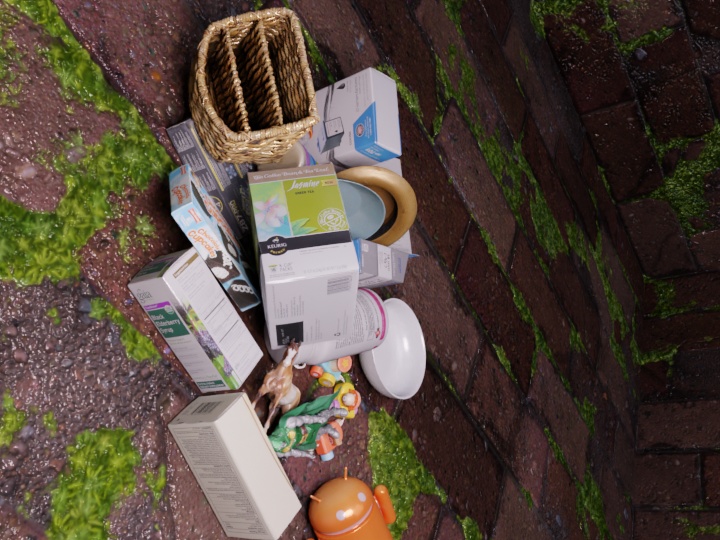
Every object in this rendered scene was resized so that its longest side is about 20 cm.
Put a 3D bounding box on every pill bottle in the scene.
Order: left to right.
[{"bbox_3d":[-0.057,0.097,1.194,0.200,0.113,0.114,-9,88,-44],"label":"pill bottle"}]

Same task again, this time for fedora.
[{"bbox_3d":[0.001,-0.121,1.244,0.201,0.200,0.082,50,26,-35],"label":"fedora"}]

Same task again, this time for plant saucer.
[{"bbox_3d":[-0.059,-0.102,1.158,0.201,0.201,0.039,34,42,-46],"label":"plant saucer"}]

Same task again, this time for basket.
[{"bbox_3d":[-0.167,-0.275,1.029,0.143,0.149,0.200,-3,75,-33],"label":"basket"}]

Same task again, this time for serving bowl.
[{"bbox_3d":[0.054,0.158,1.400,0.200,0.066,0.201,21,64,-51],"label":"serving bowl"}]

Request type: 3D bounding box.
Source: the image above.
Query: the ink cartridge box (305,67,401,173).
[{"bbox_3d":[-0.031,-0.261,1.286,0.086,0.200,0.147,13,69,-52],"label":"ink cartridge box"}]

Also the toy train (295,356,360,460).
[{"bbox_3d":[-0.050,0.223,1.237,0.150,0.056,0.200,-19,96,-56],"label":"toy train"}]

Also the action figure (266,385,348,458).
[{"bbox_3d":[-0.087,0.250,1.086,0.200,0.055,0.118,0,109,-64],"label":"action figure"}]

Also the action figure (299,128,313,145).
[{"bbox_3d":[-0.134,-0.296,1.213,0.200,0.104,0.194,48,22,-63],"label":"action figure"}]

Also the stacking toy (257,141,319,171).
[{"bbox_3d":[-0.096,-0.167,1.201,0.200,0.085,0.086,13,69,-70],"label":"stacking toy"}]

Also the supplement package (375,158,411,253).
[{"bbox_3d":[0.012,-0.121,1.376,0.121,0.120,0.200,5,76,-55],"label":"supplement package"}]

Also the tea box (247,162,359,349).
[{"bbox_3d":[-0.089,-0.019,1.044,0.200,0.133,0.197,98,-20,-58],"label":"tea box"}]

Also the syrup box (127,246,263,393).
[{"bbox_3d":[-0.232,0.072,0.996,0.200,0.079,0.081,61,38,-23],"label":"syrup box"}]

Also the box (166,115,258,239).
[{"bbox_3d":[-0.206,-0.169,1.137,0.200,0.049,0.161,65,33,-19],"label":"box"}]

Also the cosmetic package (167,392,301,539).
[{"bbox_3d":[-0.177,0.278,0.992,0.073,0.103,0.200,-44,117,-51],"label":"cosmetic package"}]

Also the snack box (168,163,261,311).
[{"bbox_3d":[-0.213,-0.046,1.024,0.200,0.037,0.116,62,3,-39],"label":"snack box"}]

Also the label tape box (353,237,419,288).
[{"bbox_3d":[0.000,0.000,1.267,0.200,0.144,0.063,13,70,-53],"label":"label tape box"}]

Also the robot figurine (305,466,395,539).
[{"bbox_3d":[-0.017,0.433,1.168,0.117,0.144,0.200,-73,143,-70],"label":"robot figurine"}]

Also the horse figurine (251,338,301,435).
[{"bbox_3d":[-0.127,0.206,1.085,0.200,0.050,0.133,84,24,-52],"label":"horse figurine"}]
